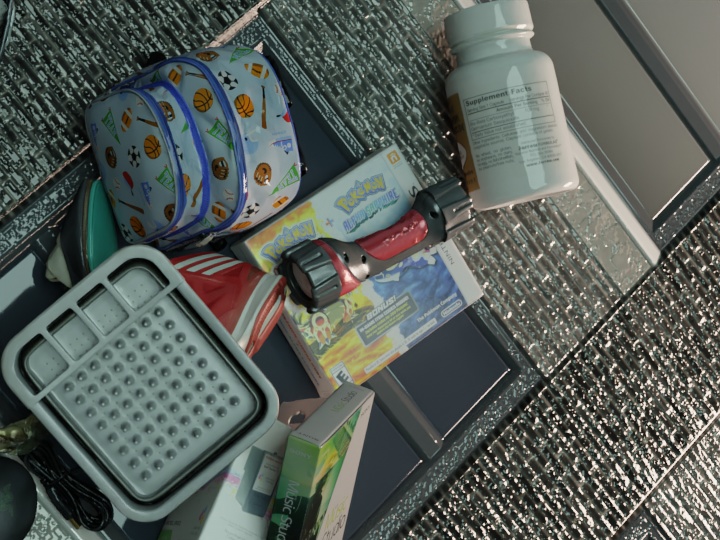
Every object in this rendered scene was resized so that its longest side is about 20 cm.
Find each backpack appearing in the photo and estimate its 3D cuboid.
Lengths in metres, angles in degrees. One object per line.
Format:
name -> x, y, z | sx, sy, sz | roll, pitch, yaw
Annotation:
backpack -> -0.145, -0.114, 1.439 | 0.154, 0.190, 0.200 | -27, 97, -44

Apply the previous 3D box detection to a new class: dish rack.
dish rack -> -0.186, 0.095, 1.367 | 0.172, 0.044, 0.200 | -40, 97, 0

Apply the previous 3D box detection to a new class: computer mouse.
computer mouse -> -0.208, 0.146, 1.471 | 0.200, 0.044, 0.110 | -38, 99, -24
computer mouse -> -0.355, 0.246, 1.378 | 0.138, 0.053, 0.200 | 45, 72, -12

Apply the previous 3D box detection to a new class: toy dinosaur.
toy dinosaur -> -0.242, 0.095, 1.406 | 0.200, 0.047, 0.088 | -21, 90, 2

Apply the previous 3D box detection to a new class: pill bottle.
pill bottle -> 0.148, -0.169, 1.636 | 0.114, 0.114, 0.201 | -12, 89, -26

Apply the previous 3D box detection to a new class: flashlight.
flashlight -> 0.019, -0.030, 1.537 | 0.200, 0.068, 0.068 | -29, 93, -24

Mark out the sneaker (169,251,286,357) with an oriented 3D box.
sneaker -> -0.161, 0.066, 1.474 | 0.115, 0.078, 0.200 | 24, 53, 15

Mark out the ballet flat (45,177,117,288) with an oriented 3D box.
ballet flat -> -0.250, 0.019, 1.453 | 0.073, 0.073, 0.201 | -11, 89, -26

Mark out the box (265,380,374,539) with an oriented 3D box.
box -> -0.043, 0.216, 1.450 | 0.036, 0.144, 0.201 | 16, 111, 15

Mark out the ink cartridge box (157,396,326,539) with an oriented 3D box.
ink cartridge box -> -0.114, 0.195, 1.468 | 0.067, 0.117, 0.200 | 30, 71, -19

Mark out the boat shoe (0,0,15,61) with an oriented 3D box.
boat shoe -> -0.358, -0.170, 1.423 | 0.072, 0.068, 0.200 | 28, 73, -20

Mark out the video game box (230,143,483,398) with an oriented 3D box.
video game box -> 0.000, 0.000, 1.586 | 0.200, 0.047, 0.182 | -35, 96, -25
